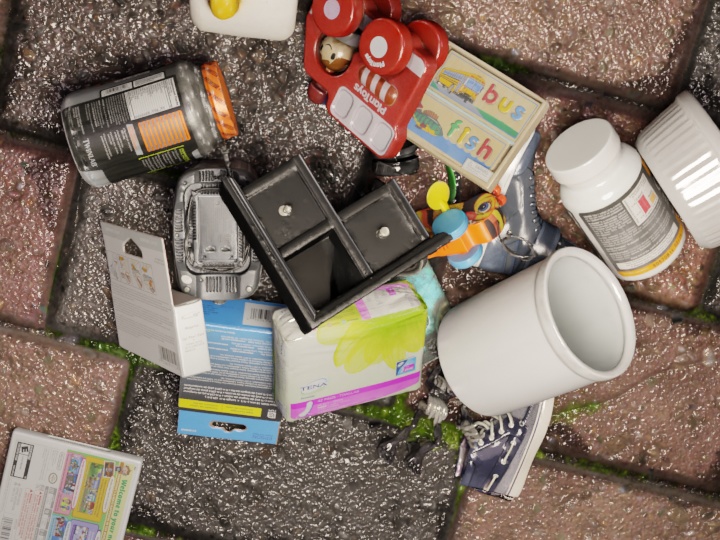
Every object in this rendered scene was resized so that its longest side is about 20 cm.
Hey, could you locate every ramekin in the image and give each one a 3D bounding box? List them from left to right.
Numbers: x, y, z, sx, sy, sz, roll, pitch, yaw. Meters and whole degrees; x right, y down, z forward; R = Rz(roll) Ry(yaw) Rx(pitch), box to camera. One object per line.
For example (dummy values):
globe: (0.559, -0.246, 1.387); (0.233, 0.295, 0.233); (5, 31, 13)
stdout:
ramekin: (0.431, -0.121, 1.428); (0.094, 0.203, 0.203); (-32, 103, 15)

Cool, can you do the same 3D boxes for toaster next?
toaster: (-0.180, -0.065, 1.428); (0.112, 0.129, 0.202); (-1, 103, -4)

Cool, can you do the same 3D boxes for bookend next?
bookend: (-0.031, -0.062, 1.321); (0.199, 0.092, 0.200); (-31, 88, -12)

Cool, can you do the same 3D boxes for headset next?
headset: (0.040, -0.113, 1.449); (0.198, 0.094, 0.125); (10, 102, -18)

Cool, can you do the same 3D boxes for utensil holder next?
utensil holder: (0.219, 0.083, 1.430); (0.199, 0.170, 0.170); (-28, 107, 44)

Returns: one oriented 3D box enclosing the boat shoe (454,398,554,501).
boat shoe: (0.197, 0.221, 1.545); (0.092, 0.075, 0.202); (13, 103, -14)

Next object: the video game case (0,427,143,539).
video game case: (-0.413, 0.333, 1.559); (0.180, 0.022, 0.202); (15, 101, -7)

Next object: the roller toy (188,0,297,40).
roller toy: (-0.139, -0.370, 1.332); (0.138, 0.183, 0.202); (5, 78, -4)

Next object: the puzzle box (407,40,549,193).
puzzle box: (0.121, -0.205, 1.412); (0.199, 0.025, 0.134); (35, 90, 19)

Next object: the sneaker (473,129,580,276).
sneaker: (0.236, -0.078, 1.472); (0.145, 0.077, 0.204); (20, 111, 3)

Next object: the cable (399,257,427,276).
cable: (0.000, 0.000, 1.450); (0.050, 0.199, 0.098); (-34, 121, -41)

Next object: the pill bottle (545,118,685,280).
pill bottle: (0.326, -0.091, 1.437); (0.116, 0.117, 0.200); (-37, 120, 5)

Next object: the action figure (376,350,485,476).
action figure: (0.116, 0.191, 1.515); (0.118, 0.102, 0.201); (32, 104, -28)

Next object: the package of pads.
package of pads: (-0.014, 0.101, 1.428); (0.198, 0.068, 0.156); (-13, 133, -18)

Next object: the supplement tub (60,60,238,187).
supplement tub: (-0.260, -0.187, 1.398); (0.198, 0.123, 0.124); (-16, 104, 0)

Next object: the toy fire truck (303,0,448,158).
toy fire truck: (0.001, -0.258, 1.394); (0.200, 0.112, 0.169); (41, 119, 22)

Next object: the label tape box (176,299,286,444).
label tape box: (-0.167, 0.133, 1.499); (0.143, 0.064, 0.201); (8, 127, -6)

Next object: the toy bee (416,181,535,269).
toy bee: (0.140, -0.055, 1.419); (0.198, 0.109, 0.132); (15, 144, 19)

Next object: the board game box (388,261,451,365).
board game box: (0.030, 0.083, 1.527); (0.199, 0.028, 0.136); (-27, 103, 3)

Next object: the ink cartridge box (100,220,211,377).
ink cartridge box: (-0.261, 0.029, 1.414); (0.043, 0.199, 0.175); (-14, 106, -33)
